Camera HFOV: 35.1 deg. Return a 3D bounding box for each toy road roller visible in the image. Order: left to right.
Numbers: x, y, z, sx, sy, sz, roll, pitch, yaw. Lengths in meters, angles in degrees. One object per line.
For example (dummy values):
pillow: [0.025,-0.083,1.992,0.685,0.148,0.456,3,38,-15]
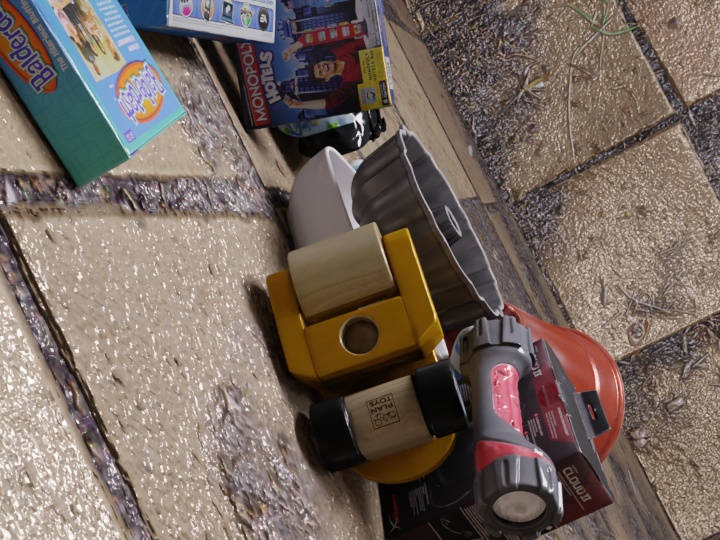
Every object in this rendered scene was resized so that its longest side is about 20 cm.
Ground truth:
toy road roller: [0.012,0.076,0.942,0.146,0.122,0.201,60,12,-70]

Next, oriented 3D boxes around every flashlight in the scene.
flashlight: [0.121,0.117,0.912,0.067,0.068,0.201,30,35,-18]

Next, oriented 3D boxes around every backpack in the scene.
backpack: [-0.059,-0.232,1.246,0.163,0.153,0.201,-64,147,-70]

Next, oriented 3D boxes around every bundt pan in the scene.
bundt pan: [0.055,-0.030,1.065,0.202,0.075,0.202,56,16,-25]

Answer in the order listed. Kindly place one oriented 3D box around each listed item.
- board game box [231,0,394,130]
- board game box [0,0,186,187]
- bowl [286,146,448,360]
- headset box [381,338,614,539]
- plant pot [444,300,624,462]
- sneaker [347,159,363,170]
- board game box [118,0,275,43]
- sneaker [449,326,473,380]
board game box: [-0.077,-0.246,1.134,0.062,0.199,0.201,-40,122,-78]
board game box: [-0.202,-0.167,0.761,0.201,0.045,0.152,59,14,-12]
bowl: [0.000,0.000,1.122,0.200,0.074,0.201,42,25,-53]
headset box: [0.118,0.160,0.987,0.075,0.199,0.149,53,16,-31]
plant pot: [0.162,0.128,1.267,0.195,0.200,0.202,32,32,-48]
sneaker: [0.023,-0.065,1.326,0.131,0.079,0.201,-93,162,-55]
board game box: [-0.137,-0.302,0.983,0.200,0.056,0.197,-16,110,-68]
sneaker: [0.109,0.160,1.106,0.105,0.075,0.201,-40,130,-64]
